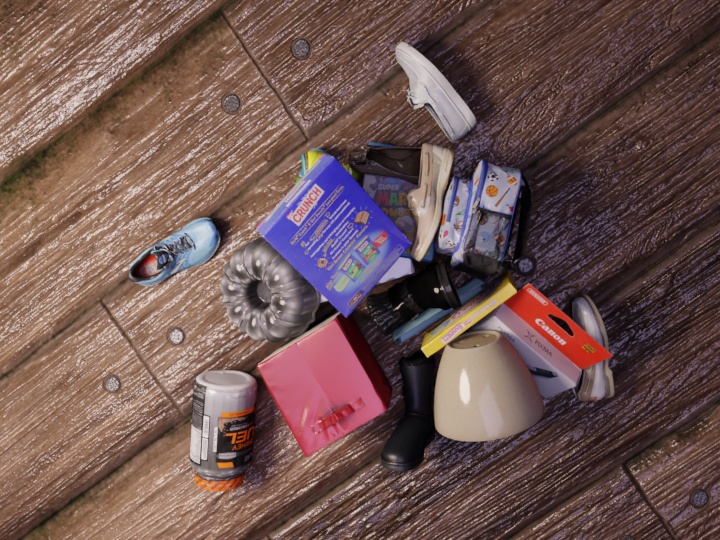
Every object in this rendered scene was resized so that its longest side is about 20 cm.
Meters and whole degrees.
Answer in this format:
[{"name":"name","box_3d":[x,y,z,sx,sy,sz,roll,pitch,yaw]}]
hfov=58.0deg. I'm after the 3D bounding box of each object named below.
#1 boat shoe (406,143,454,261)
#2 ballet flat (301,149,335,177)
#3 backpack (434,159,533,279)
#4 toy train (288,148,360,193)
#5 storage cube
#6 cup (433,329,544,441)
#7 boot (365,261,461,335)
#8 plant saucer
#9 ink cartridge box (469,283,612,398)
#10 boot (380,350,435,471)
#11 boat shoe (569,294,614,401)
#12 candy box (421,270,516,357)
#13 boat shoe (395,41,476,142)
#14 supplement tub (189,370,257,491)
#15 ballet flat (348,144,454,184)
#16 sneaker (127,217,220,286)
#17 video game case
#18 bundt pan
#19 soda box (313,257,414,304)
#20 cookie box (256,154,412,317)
[{"name":"boat shoe","box_3d":[0.109,-0.119,1.125,0.064,0.072,0.204,14,88,-3]},{"name":"ballet flat","box_3d":[-0.071,-0.104,1.120,0.066,0.067,0.205,0,103,-12]},{"name":"backpack","box_3d":[0.213,-0.094,1.142,0.152,0.200,0.194,22,84,-2]},{"name":"toy train","box_3d":[-0.027,-0.138,1.196,0.196,0.085,0.118,21,84,0]},{"name":"storage cube","box_3d":[-0.058,0.193,1.176,0.169,0.200,0.182,-30,89,6]},{"name":"cup","box_3d":[0.216,0.191,1.154,0.196,0.200,0.146,-12,99,4]},{"name":"boot","box_3d":[0.090,0.055,1.146,0.156,0.211,0.081,-27,92,1]},{"name":"plant saucer","box_3d":[0.147,0.076,1.217,0.198,0.070,0.019,-32,73,6]},{"name":"ink cartridge box","box_3d":[0.319,0.133,1.169,0.199,0.174,0.044,40,57,-2]},{"name":"boot","box_3d":[0.087,0.247,1.178,0.075,0.199,0.172,0,100,24]},{"name":"boat shoe","box_3d":[0.417,0.149,1.206,0.067,0.075,0.204,-14,97,-1]},{"name":"candy box","box_3d":[0.197,0.078,1.179,0.199,0.102,0.027,-39,95,16]},{"name":"boat shoe","box_3d":[0.122,-0.317,1.167,0.071,0.070,0.201,-43,96,3]},{"name":"supplement tub","box_3d":[-0.261,0.302,1.232,0.120,0.123,0.205,5,98,2]},{"name":"ballet flat","box_3d":[0.076,-0.195,1.158,0.195,0.046,0.069,5,76,-7]},{"name":"sneaker","box_3d":[-0.349,-0.027,1.214,0.198,0.090,0.079,-33,95,5]},{"name":"video game case","box_3d":[0.071,-0.125,1.174,0.140,0.018,0.204,9,75,-6]},{"name":"bundt pan","box_3d":[-0.175,0.041,1.187,0.198,0.076,0.206,6,105,23]},{"name":"soda box","box_3d":[0.000,0.000,1.211,0.196,0.068,0.065,-17,95,5]},{"name":"cookie box","box_3d":[-0.042,-0.058,1.066,0.171,0.075,0.200,-47,113,-5]}]
